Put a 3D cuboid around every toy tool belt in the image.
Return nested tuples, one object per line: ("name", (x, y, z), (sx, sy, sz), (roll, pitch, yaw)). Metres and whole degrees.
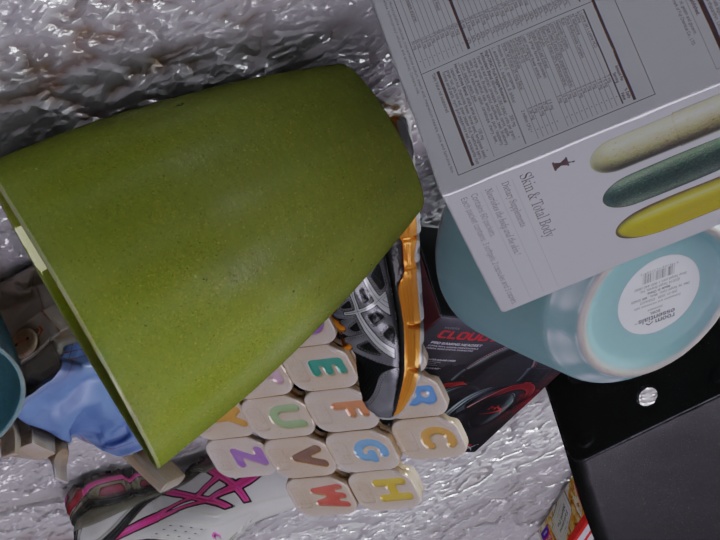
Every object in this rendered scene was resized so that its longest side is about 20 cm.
("toy tool belt", (-0.181, 0.064, 1.206), (0.125, 0.124, 0.200), (-31, 149, 22))

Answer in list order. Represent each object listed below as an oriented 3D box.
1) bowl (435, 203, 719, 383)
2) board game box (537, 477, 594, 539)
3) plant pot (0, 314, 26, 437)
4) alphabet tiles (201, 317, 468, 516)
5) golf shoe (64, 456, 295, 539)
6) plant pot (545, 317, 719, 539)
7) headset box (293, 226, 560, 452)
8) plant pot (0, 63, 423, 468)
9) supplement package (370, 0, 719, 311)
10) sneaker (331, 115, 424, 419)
("bowl", (0.156, -0.011, 1.226), (0.200, 0.105, 0.202), (-16, 130, -20))
("board game box", (0.259, 0.199, 1.799), (0.150, 0.047, 0.200), (-9, 151, -17))
("plant pot", (-0.290, 0.024, 1.054), (0.199, 0.135, 0.200), (-15, 152, -8))
("alphabet tiles", (-0.033, 0.094, 1.344), (0.194, 0.015, 0.201), (-8, 129, 24))
("golf shoe", (-0.118, 0.190, 1.504), (0.199, 0.093, 0.073), (-12, 150, -16))
("plant pot", (0.227, 0.097, 1.462), (0.199, 0.200, 0.177), (-27, 140, 16))
("headset box", (0.064, 0.046, 1.374), (0.148, 0.075, 0.200), (4, 144, -34))
("plant pot", (-0.073, -0.025, 1.087), (0.199, 0.188, 0.187), (-31, 154, -10))
("supplement package", (0.129, -0.104, 1.065), (0.199, 0.151, 0.152), (-22, 152, 6))
("sneaker", (0.000, 0.000, 1.213), (0.077, 0.078, 0.201), (-5, 116, -1))
